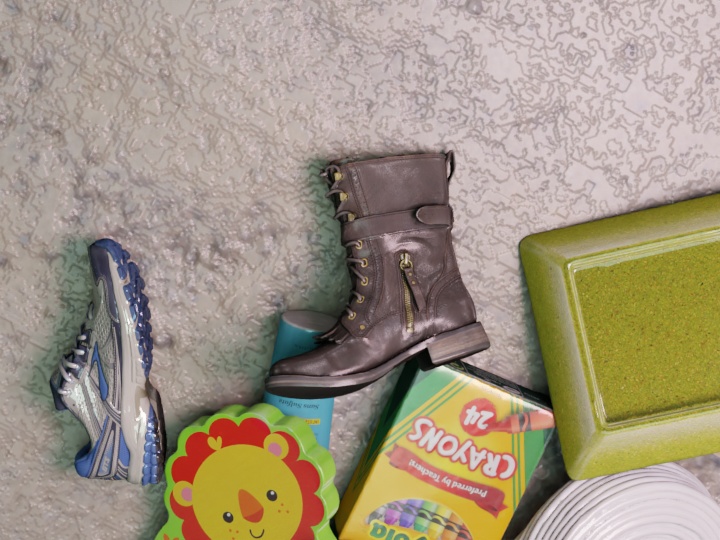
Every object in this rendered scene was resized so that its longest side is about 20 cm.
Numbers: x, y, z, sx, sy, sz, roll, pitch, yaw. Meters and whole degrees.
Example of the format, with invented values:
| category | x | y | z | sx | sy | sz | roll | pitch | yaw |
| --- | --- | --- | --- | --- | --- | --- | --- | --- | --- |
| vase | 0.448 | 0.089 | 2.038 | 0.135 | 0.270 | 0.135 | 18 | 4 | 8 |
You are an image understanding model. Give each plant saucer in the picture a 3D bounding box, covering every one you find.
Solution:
| category | x | y | z | sx | sy | sz | roll | pitch | yaw |
| --- | --- | --- | --- | --- | --- | --- | --- | --- | --- |
| plant saucer | 0.239 | 0.048 | 1.356 | 0.199 | 0.048 | 0.201 | -12 | 82 | 6 |

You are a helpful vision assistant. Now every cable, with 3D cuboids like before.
| category | x | y | z | sx | sy | sz | roll | pitch | yaw |
| --- | --- | --- | --- | --- | --- | --- | --- | --- | --- |
| cable | 0.217 | 0.250 | 1.415 | 0.200 | 0.069 | 0.200 | 37 | 90 | -26 |

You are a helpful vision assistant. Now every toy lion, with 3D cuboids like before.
| category | x | y | z | sx | sy | sz | roll | pitch | yaw |
| --- | --- | --- | --- | --- | --- | --- | --- | --- | --- |
| toy lion | -0.093 | 0.210 | 1.381 | 0.200 | 0.069 | 0.192 | -35 | 90 | 24 |

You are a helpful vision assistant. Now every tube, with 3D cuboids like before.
| category | x | y | z | sx | sy | sz | roll | pitch | yaw |
| --- | --- | --- | --- | --- | --- | --- | --- | --- | --- |
| tube | -0.054 | 0.134 | 1.397 | 0.077 | 0.050 | 0.201 | 10 | 105 | 3 |

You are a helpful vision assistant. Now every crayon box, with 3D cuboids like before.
| category | x | y | z | sx | sy | sz | roll | pitch | yaw |
| --- | --- | --- | --- | --- | --- | --- | --- | --- | --- |
| crayon box | 0.063 | 0.175 | 1.412 | 0.126 | 0.051 | 0.201 | 22 | 100 | -11 |

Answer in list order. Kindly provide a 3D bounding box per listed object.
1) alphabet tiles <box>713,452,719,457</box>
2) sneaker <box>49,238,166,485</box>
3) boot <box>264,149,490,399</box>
| category | x | y | z | sx | sy | sz | roll | pitch | yaw |
| --- | --- | --- | --- | --- | --- | --- | --- | --- | --- |
| alphabet tiles | 0.307 | 0.047 | 1.385 | 0.166 | 0.006 | 0.201 | 30 | 100 | 23 |
| sneaker | -0.204 | 0.076 | 1.352 | 0.085 | 0.077 | 0.201 | -5 | 102 | 0 |
| boot | 0.000 | 0.000 | 1.338 | 0.199 | 0.069 | 0.175 | -14 | 82 | -20 |
